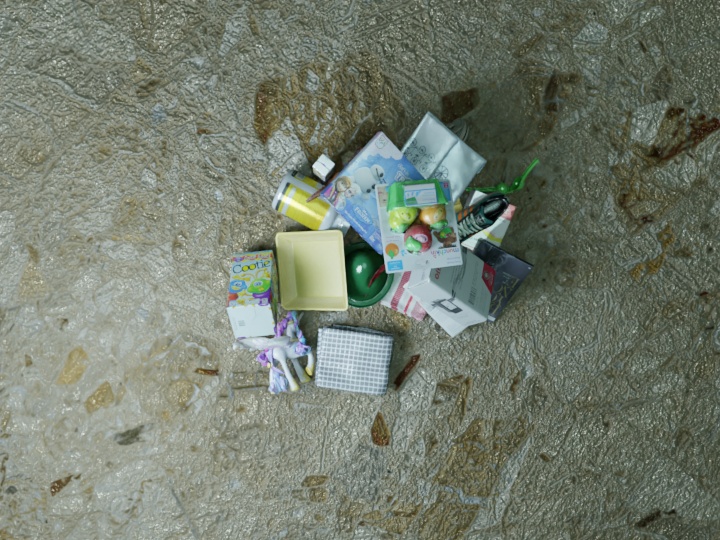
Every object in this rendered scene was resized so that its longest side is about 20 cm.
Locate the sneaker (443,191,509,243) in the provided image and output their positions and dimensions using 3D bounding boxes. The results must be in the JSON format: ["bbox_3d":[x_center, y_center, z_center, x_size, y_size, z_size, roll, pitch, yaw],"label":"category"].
[{"bbox_3d":[0.277,-0.124,1.536,0.200,0.080,0.072,-38,96,8],"label":"sneaker"}]

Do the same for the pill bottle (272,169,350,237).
[{"bbox_3d":[-0.113,-0.162,1.579,0.199,0.112,0.113,28,94,-4],"label":"pill bottle"}]

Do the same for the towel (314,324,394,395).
[{"bbox_3d":[-0.019,0.233,1.635,0.198,0.086,0.167,7,95,-2],"label":"towel"}]

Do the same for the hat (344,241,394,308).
[{"bbox_3d":[0.000,0.000,1.551,0.165,0.176,0.201,37,94,7],"label":"hat"}]

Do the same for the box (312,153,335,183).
[{"bbox_3d":[-0.089,-0.246,1.527,0.041,0.200,0.039,41,90,-5],"label":"box"}]

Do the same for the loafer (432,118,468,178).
[{"bbox_3d":[0.206,-0.315,1.559,0.063,0.072,0.201,48,62,-32],"label":"loafer"}]

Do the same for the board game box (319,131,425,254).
[{"bbox_3d":[0.045,-0.178,1.453,0.200,0.043,0.199,44,87,-16],"label":"board game box"}]

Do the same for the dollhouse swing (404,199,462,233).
[{"bbox_3d":[0.155,-0.179,1.568,0.175,0.182,0.201,-18,96,11],"label":"dollhouse swing"}]

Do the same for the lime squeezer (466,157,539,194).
[{"bbox_3d":[0.374,-0.222,1.611,0.199,0.070,0.038,-20,63,28],"label":"lime squeezer"}]

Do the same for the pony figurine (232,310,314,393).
[{"bbox_3d":[-0.206,0.208,1.602,0.192,0.166,0.202,-14,95,-39],"label":"pony figurine"}]

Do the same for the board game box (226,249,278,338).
[{"bbox_3d":[-0.260,0.055,1.541,0.102,0.201,0.105,-6,131,-1],"label":"board game box"}]

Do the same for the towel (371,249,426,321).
[{"bbox_3d":[0.103,0.032,1.651,0.199,0.023,0.145,23,94,-4],"label":"towel"}]

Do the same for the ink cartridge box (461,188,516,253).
[{"bbox_3d":[0.304,-0.095,1.616,0.116,0.068,0.201,21,101,-3],"label":"ink cartridge box"}]

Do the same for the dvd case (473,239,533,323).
[{"bbox_3d":[0.328,0.032,1.616,0.148,0.016,0.201,26,122,-5],"label":"dvd case"}]

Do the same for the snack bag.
[{"bbox_3d":[0.181,-0.244,1.505,0.199,0.021,0.189,36,92,-17],"label":"snack bag"}]

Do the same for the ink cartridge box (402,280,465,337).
[{"bbox_3d":[0.211,0.066,1.611,0.109,0.050,0.200,-41,105,16],"label":"ink cartridge box"}]

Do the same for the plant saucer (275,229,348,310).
[{"bbox_3d":[-0.115,-0.002,1.597,0.199,0.048,0.202,0,98,28],"label":"plant saucer"}]

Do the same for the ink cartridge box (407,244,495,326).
[{"bbox_3d":[0.220,0.021,1.503,0.199,0.083,0.146,33,57,-25],"label":"ink cartridge box"}]

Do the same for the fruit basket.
[{"bbox_3d":[0.133,-0.103,1.402,0.184,0.094,0.202,-6,80,-13],"label":"fruit basket"}]

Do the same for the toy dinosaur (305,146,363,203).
[{"bbox_3d":[-0.036,-0.244,1.545,0.198,0.182,0.106,5,130,-15],"label":"toy dinosaur"}]
